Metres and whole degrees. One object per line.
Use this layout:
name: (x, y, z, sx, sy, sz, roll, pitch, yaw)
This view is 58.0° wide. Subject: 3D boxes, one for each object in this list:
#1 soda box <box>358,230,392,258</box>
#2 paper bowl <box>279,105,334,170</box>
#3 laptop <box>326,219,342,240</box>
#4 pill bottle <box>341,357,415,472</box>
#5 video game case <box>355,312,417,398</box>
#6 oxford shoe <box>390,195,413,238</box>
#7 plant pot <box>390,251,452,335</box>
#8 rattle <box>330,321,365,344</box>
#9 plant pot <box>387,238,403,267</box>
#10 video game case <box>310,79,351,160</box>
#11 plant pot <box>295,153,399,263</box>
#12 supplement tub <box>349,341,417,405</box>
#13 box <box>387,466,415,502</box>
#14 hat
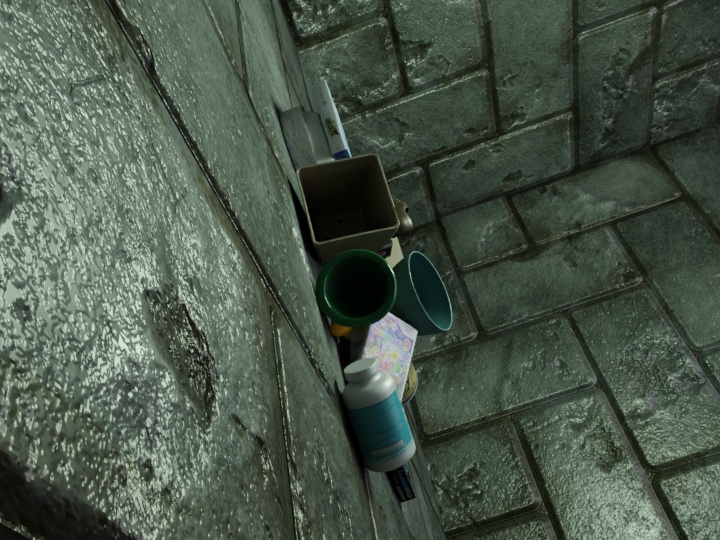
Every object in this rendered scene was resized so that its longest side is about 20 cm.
soda box: (0.010, -0.119, 1.689, 0.064, 0.070, 0.202, 96, -31, -58)
paper bowl: (-0.134, -0.336, 1.723, 0.201, 0.102, 0.205, -19, 91, -87)
laptop: (-0.053, -0.110, 1.769, 0.115, 0.198, 0.191, -28, 103, -43)
pill bottle: (0.030, 0.277, 1.265, 0.111, 0.108, 0.204, -88, 160, -79)
video game case: (0.053, 0.197, 1.430, 0.142, 0.018, 0.204, 31, 63, -31)
oxford shoe: (0.072, -0.151, 1.611, 0.074, 0.083, 0.202, 103, -29, -42)
plant pot: (0.116, 0.074, 1.575, 0.200, 0.133, 0.203, 44, 32, -36)
rattle: (-0.060, 0.075, 1.489, 0.202, 0.140, 0.131, 57, -37, 31)
plant pot: (0.023, -0.033, 2.078, 0.177, 0.196, 0.204, 15, 56, -72)
video game case: (-0.075, -0.391, 1.729, 0.200, 0.045, 0.185, -53, 124, -86)
plant pot: (-0.035, -0.125, 1.529, 0.178, 0.195, 0.203, 96, -20, -64)
supplement tub: (0.055, 0.234, 1.571, 0.201, 0.141, 0.146, 67, 6, -51)
box: (0.086, 0.471, 1.673, 0.160, 0.045, 0.202, -103, 174, -51)
hat: (-0.003, 0.058, 1.430, 0.176, 0.196, 0.169, 103, -32, -71)
